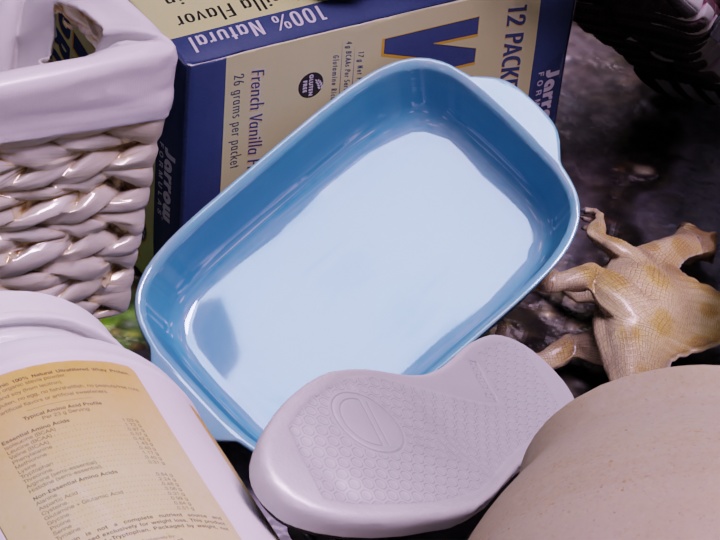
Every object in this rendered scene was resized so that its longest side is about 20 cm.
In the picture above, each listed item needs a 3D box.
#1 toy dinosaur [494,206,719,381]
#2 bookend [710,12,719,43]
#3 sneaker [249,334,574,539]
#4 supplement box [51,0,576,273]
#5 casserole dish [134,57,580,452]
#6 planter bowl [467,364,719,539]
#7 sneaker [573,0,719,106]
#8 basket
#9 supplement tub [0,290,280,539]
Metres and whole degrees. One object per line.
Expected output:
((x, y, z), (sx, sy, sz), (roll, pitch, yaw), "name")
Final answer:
((0.109, 0.021, 1.135), (0.101, 0.058, 0.200), (12, 38, 6), "toy dinosaur")
((0.270, -0.117, 1.153), (0.198, 0.092, 0.200), (33, 29, 1), "bookend")
((0.004, 0.087, 0.977), (0.071, 0.099, 0.200), (46, 25, 15), "sneaker")
((-0.040, -0.109, 1.222), (0.199, 0.135, 0.200), (-16, 42, -26), "supplement box")
((0.000, 0.000, 1.105), (0.200, 0.039, 0.121), (-41, 70, -12), "casserole dish")
((0.113, 0.118, 0.872), (0.199, 0.201, 0.135), (4, 48, -2), "planter bowl")
((0.151, -0.157, 1.249), (0.075, 0.200, 0.116), (16, 83, 21), "sneaker")
((-0.187, -0.043, 1.022), (0.199, 0.124, 0.136), (-13, 35, -29), "basket")
((-0.099, 0.113, 0.915), (0.144, 0.145, 0.200), (-13, 41, -23), "supplement tub")
